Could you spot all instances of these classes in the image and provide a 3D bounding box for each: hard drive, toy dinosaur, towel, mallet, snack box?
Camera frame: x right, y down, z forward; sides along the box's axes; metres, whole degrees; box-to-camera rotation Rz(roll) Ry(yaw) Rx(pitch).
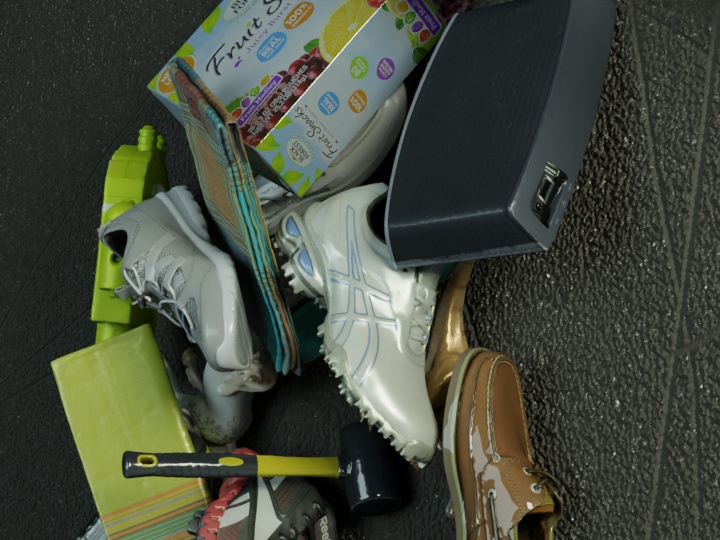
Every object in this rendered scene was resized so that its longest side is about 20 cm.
[{"bbox_3d":[0.088,-0.098,1.147,0.135,0.042,0.200,-7,52,38],"label":"hard drive"},{"bbox_3d":[0.058,0.071,1.206,0.106,0.060,0.201,-9,79,27],"label":"toy dinosaur"},{"bbox_3d":[-0.165,0.148,1.332,0.086,0.018,0.200,-21,81,2],"label":"towel"},{"bbox_3d":[-0.066,0.127,1.224,0.041,0.200,0.066,122,153,-54],"label":"mallet"},{"bbox_3d":[-0.091,-0.038,1.237,0.147,0.022,0.200,-132,24,-58],"label":"towel"},{"bbox_3d":[-0.041,-0.169,1.310,0.200,0.068,0.169,-48,40,-8],"label":"snack box"}]

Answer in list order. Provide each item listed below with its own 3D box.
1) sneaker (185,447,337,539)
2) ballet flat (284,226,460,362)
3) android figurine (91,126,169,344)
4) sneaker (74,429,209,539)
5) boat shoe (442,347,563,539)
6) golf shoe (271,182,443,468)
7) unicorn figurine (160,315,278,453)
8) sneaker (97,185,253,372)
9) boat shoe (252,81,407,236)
[{"bbox_3d":[-0.069,0.191,1.236,0.200,0.098,0.071,-68,-16,-67],"label":"sneaker"},{"bbox_3d":[0.000,0.000,1.279,0.200,0.072,0.072,-33,56,39],"label":"ballet flat"},{"bbox_3d":[-0.182,-0.016,1.427,0.182,0.041,0.200,69,-152,-82],"label":"android figurine"},{"bbox_3d":[-0.163,0.205,1.410,0.200,0.090,0.078,-50,2,37],"label":"sneaker"},{"bbox_3d":[0.098,0.148,1.120,0.068,0.072,0.201,-7,81,37],"label":"boat shoe"},{"bbox_3d":[0.019,0.029,1.161,0.097,0.078,0.200,-30,68,11],"label":"golf shoe"},{"bbox_3d":[-0.108,0.074,1.359,0.137,0.074,0.200,51,156,36],"label":"unicorn figurine"},{"bbox_3d":[-0.133,0.016,1.260,0.200,0.082,0.075,-126,21,-54],"label":"sneaker"},{"bbox_3d":[-0.045,-0.091,1.349,0.200,0.069,0.071,-38,51,37],"label":"boat shoe"}]
